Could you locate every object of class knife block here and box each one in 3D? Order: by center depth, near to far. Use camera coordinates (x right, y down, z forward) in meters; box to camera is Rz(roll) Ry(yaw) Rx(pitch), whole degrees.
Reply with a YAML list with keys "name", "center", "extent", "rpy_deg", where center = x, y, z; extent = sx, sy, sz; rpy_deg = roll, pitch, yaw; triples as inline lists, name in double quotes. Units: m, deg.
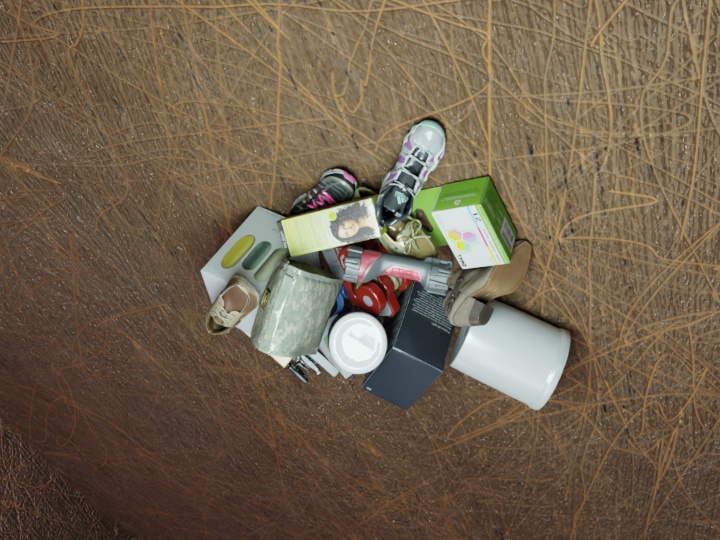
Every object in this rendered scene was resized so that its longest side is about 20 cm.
- name: "knife block"
  center: [-0.185, 0.188, 1.864]
  extent: [0.175, 0.064, 0.200]
  rpy_deg: [36, 173, 44]

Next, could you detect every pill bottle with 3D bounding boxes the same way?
- name: "pill bottle"
  center: [-0.010, 0.139, 1.559]
  extent: [0.114, 0.118, 0.200]
  rpy_deg: [25, 177, -3]

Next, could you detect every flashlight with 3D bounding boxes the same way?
- name: "flashlight"
  center: [0.066, 0.004, 1.426]
  extent: [0.194, 0.069, 0.068]
  rpy_deg: [12, 142, 2]

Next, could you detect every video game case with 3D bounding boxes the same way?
- name: "video game case"
  center: [-0.150, 0.160, 1.846]
  extent: [0.200, 0.023, 0.182]
  rpy_deg: [44, 175, -23]

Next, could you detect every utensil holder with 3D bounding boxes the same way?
- name: "utensil holder"
  center: [0.299, 0.160, 1.572]
  extent: [0.196, 0.172, 0.171]
  rpy_deg: [25, 143, 3]

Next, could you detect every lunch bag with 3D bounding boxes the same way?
- name: "lunch bag"
  center: [-0.129, 0.070, 1.464]
  extent: [0.115, 0.168, 0.200]
  rpy_deg: [22, -178, 15]

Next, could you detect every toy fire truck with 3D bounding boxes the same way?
- name: "toy fire truck"
  center: [0.000, 0.000, 1.570]
  extent: [0.166, 0.112, 0.204]
  rpy_deg: [-3, 118, 50]

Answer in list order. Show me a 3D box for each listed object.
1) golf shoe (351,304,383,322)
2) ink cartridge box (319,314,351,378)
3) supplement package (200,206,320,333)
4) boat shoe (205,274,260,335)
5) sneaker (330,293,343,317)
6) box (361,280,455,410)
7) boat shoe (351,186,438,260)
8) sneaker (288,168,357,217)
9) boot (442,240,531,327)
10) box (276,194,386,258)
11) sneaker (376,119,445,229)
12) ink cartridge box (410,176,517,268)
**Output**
- name: "golf shoe"
  center: [0.016, 0.077, 1.683]
  extent: [0.076, 0.096, 0.203]
  rpy_deg: [10, 139, 18]
- name: "ink cartridge box"
  center: [-0.076, 0.140, 1.785]
  extent: [0.200, 0.067, 0.119]
  rpy_deg: [41, 160, 43]
- name: "supplement package"
  center: [-0.198, 0.007, 1.603]
  extent: [0.149, 0.201, 0.153]
  rpy_deg: [22, 145, 23]
- name: "boat shoe"
  center: [-0.247, 0.074, 1.477]
  extent: [0.075, 0.072, 0.200]
  rpy_deg: [39, 147, -1]
- name: "sneaker"
  center: [-0.111, 0.107, 1.659]
  extent: [0.071, 0.077, 0.201]
  rpy_deg: [58, 138, 19]
- name: "box"
  center: [0.109, 0.151, 1.633]
  extent: [0.121, 0.201, 0.201]
  rpy_deg: [26, 144, -4]
- name: "boat shoe"
  center: [0.063, -0.080, 1.457]
  extent: [0.198, 0.074, 0.063]
  rpy_deg: [35, 160, 5]
- name: "sneaker"
  center: [-0.079, -0.122, 1.501]
  extent: [0.073, 0.089, 0.198]
  rpy_deg: [39, 140, -20]
- name: "boot"
  center: [0.232, 0.019, 1.494]
  extent: [0.070, 0.202, 0.146]
  rpy_deg: [36, 177, -24]
- name: "box"
  center: [-0.054, -0.082, 1.440]
  extent: [0.195, 0.050, 0.077]
  rpy_deg: [-13, 100, 21]
- name: "sneaker"
  center: [0.081, -0.148, 1.331]
  extent: [0.076, 0.142, 0.202]
  rpy_deg: [24, 135, -3]
- name: "ink cartridge box"
  center: [0.169, -0.078, 1.430]
  extent: [0.196, 0.077, 0.149]
  rpy_deg: [-8, 133, 35]
